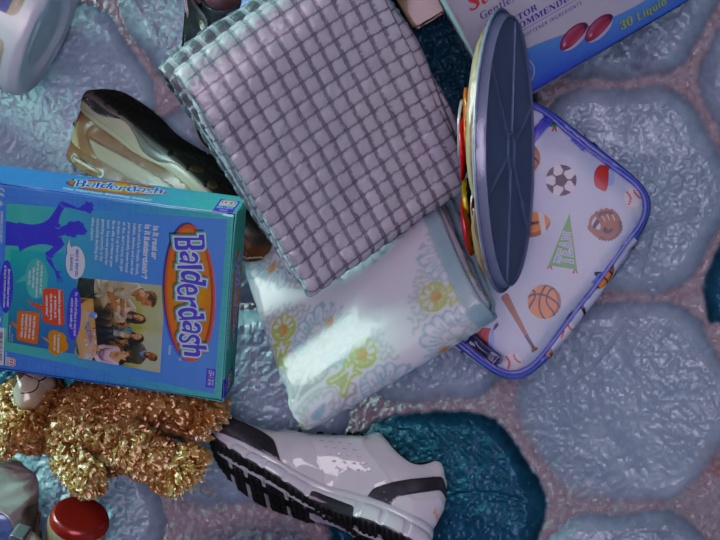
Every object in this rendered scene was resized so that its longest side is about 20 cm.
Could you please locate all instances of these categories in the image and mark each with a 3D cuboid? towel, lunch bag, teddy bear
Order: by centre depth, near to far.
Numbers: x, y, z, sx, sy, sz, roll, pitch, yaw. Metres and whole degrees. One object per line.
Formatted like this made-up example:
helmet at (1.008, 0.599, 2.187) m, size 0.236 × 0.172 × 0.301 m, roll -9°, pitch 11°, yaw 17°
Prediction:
towel at (-0.028, -0.109, 1.398) m, size 0.165 × 0.086 × 0.201 m, roll -36°, pitch 115°, yaw -12°
towel at (0.000, 0.000, 1.484) m, size 0.171 × 0.048 × 0.201 m, roll -34°, pitch 52°, yaw 17°
lunch bag at (0.116, -0.021, 1.519) m, size 0.160 × 0.076 × 0.200 m, roll 39°, pitch 92°, yaw 6°
teddy bear at (-0.199, 0.115, 1.522) m, size 0.199 × 0.067 × 0.145 m, roll 25°, pitch 67°, yaw 21°

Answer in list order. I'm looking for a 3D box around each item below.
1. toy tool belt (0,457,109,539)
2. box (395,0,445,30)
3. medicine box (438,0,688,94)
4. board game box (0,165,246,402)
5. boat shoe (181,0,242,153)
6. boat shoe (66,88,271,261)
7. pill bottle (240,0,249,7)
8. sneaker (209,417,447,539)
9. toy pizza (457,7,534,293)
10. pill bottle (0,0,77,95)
toy tool belt at (-0.297, 0.212, 1.544) m, size 0.199 × 0.125 × 0.123 m, roll 18°, pitch 123°, yaw 7°
box at (0.063, -0.315, 1.547) m, size 0.163 × 0.021 × 0.201 m, roll -29°, pitch 89°, yaw 5°
medicine box at (0.131, -0.257, 1.452) m, size 0.182 × 0.103 × 0.200 m, roll -30°, pitch 130°, yaw 4°
board game box at (-0.190, 0.009, 1.474) m, size 0.199 × 0.045 × 0.153 m, roll 8°, pitch 110°, yaw 6°
boat shoe at (-0.111, -0.189, 1.540) m, size 0.071 × 0.068 × 0.201 m, roll 0°, pitch 93°, yaw 5°
boat shoe at (-0.151, -0.063, 1.533) m, size 0.200 × 0.076 × 0.074 m, roll 39°, pitch 108°, yaw 24°
pill bottle at (-0.041, -0.172, 1.491) m, size 0.111 × 0.112 × 0.201 m, roll 13°, pitch 86°, yaw 4°
sneaker at (-0.024, 0.158, 1.542) m, size 0.199 × 0.074 × 0.080 m, roll 23°, pitch 63°, yaw 9°
toy pizza at (0.093, -0.085, 1.391) m, size 0.032 × 0.200 × 0.202 m, roll 1°, pitch 90°, yaw 15°
pill bottle at (-0.331, -0.227, 1.534) m, size 0.199 × 0.111 × 0.112 m, roll 26°, pitch 92°, yaw 4°
